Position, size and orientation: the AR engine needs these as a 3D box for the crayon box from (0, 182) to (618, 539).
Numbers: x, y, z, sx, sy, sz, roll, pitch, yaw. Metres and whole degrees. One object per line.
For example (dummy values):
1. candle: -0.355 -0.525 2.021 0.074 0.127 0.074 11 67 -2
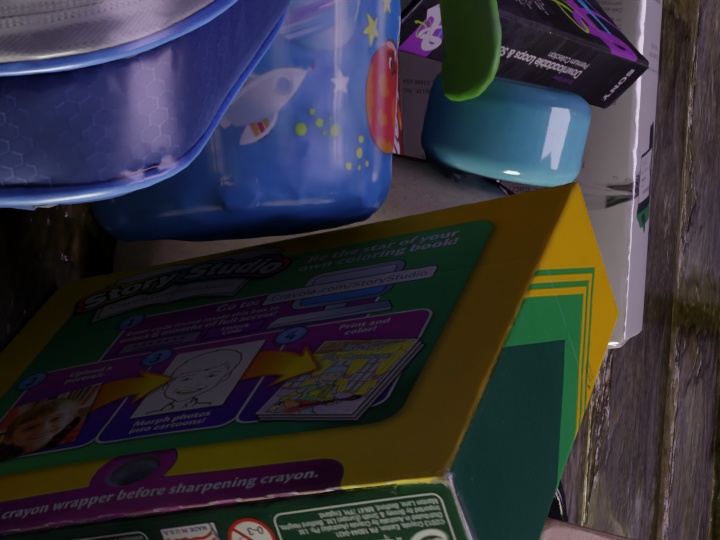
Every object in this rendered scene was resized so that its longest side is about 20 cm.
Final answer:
1. crayon box: -0.034 0.050 0.625 0.173 0.199 0.059 -57 132 -57

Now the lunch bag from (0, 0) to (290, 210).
1. lunch bag: -0.099 -0.081 0.389 0.136 0.198 0.133 -65 157 -61

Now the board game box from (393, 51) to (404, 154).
1. board game box: 0.000 -0.125 0.946 0.103 0.019 0.201 67 18 -59

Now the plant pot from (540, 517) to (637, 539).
1. plant pot: 0.065 0.191 0.860 0.199 0.177 0.201 17 69 -31

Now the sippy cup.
1. sippy cup: -0.043 -0.077 0.652 0.140 0.176 0.131 40 45 -84

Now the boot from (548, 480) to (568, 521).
1. boot: 0.111 0.251 1.376 0.168 0.076 0.201 -62 145 -61

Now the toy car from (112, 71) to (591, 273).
1. toy car: 0.000 0.000 0.826 0.200 0.176 0.186 -59 162 -81

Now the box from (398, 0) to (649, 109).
1. box: 0.033 -0.141 0.872 0.200 0.036 0.143 6 44 -56

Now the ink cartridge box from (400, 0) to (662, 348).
1. ink cartridge box: 0.085 -0.064 1.104 0.084 0.145 0.202 -12 106 -74
